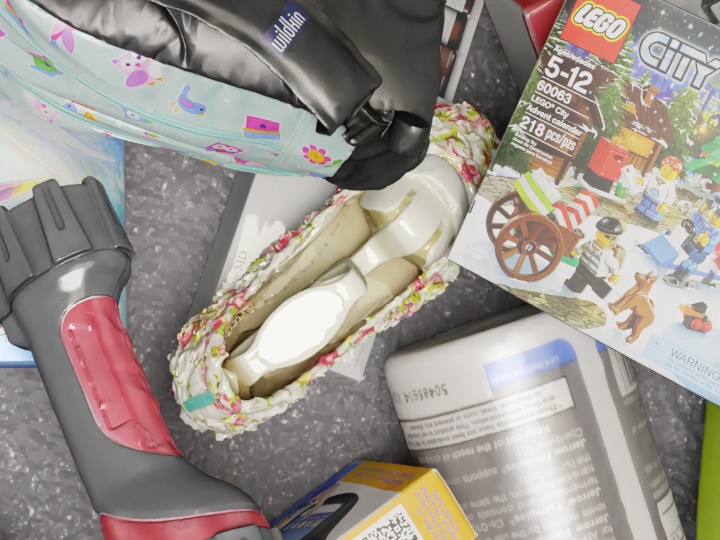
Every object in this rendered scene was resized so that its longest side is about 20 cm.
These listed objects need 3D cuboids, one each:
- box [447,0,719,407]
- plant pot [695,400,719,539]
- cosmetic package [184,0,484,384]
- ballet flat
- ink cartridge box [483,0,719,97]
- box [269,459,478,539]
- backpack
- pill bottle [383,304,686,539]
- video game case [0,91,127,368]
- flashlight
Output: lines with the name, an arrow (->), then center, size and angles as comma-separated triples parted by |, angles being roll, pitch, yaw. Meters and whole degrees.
box -> 0.152, -0.021, 0.703 | 0.199, 0.038, 0.138 | 28, 103, 17
plant pot -> 0.291, 0.064, 0.792 | 0.197, 0.181, 0.202 | 23, 60, -16
cosmetic package -> -0.010, -0.055, 0.809 | 0.082, 0.051, 0.202 | 20, 80, -13
ballet flat -> 0.000, 0.000, 0.749 | 0.076, 0.064, 0.200 | 47, 74, -9
ink cartridge box -> 0.175, -0.112, 0.805 | 0.198, 0.084, 0.145 | -27, 117, -3
box -> -0.053, 0.154, 0.744 | 0.199, 0.119, 0.042 | -33, 95, -17
backpack -> -0.067, -0.118, 0.712 | 0.198, 0.127, 0.169 | 12, 61, -13
pill bottle -> 0.091, 0.120, 0.792 | 0.113, 0.114, 0.202 | -17, 90, -17
video game case -> -0.202, -0.048, 0.754 | 0.197, 0.045, 0.184 | 0, 87, -17
flashlight -> -0.089, 0.055, 0.686 | 0.067, 0.068, 0.202 | -9, 63, -34
